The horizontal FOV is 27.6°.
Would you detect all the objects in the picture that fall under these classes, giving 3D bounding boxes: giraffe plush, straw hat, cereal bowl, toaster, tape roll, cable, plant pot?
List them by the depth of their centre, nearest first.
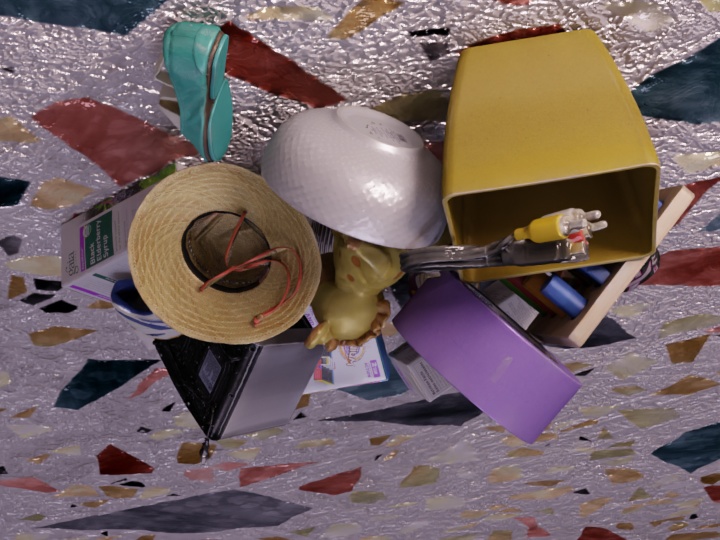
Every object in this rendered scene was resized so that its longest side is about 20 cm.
[{"bbox_3d":[0.138,-0.027,1.395,0.199,0.051,0.097,-4,175,26],"label":"cable"},{"bbox_3d":[0.177,-0.119,1.437,0.199,0.177,0.200,-9,155,6],"label":"plant pot"},{"bbox_3d":[0.005,-0.106,1.450,0.199,0.200,0.084,9,115,-29],"label":"cereal bowl"},{"bbox_3d":[-0.137,-0.023,1.524,0.200,0.202,0.085,-8,-165,6],"label":"straw hat"},{"bbox_3d":[0.134,0.087,1.554,0.085,0.200,0.200,-50,144,4],"label":"tape roll"},{"bbox_3d":[0.000,0.000,1.558,0.172,0.201,0.163,10,126,-29],"label":"giraffe plush"},{"bbox_3d":[-0.150,0.089,1.732,0.118,0.181,0.201,-5,135,-36],"label":"toaster"}]

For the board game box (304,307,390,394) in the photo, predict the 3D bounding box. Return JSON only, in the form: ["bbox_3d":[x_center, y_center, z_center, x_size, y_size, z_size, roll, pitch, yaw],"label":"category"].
[{"bbox_3d":[-0.075,0.083,1.867,0.199,0.040,0.154,-10,112,10],"label":"board game box"}]

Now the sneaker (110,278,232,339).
[{"bbox_3d":[-0.182,0.029,1.605,0.199,0.076,0.088,-14,152,23],"label":"sneaker"}]

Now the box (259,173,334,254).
[{"bbox_3d":[-0.073,-0.035,1.662,0.082,0.068,0.200,-42,151,0],"label":"box"}]

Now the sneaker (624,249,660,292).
[{"bbox_3d":[0.335,-0.024,1.814,0.086,0.081,0.200,-12,165,-15],"label":"sneaker"}]

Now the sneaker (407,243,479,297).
[{"bbox_3d":[0.104,0.026,1.829,0.074,0.091,0.200,-2,154,-7],"label":"sneaker"}]

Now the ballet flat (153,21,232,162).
[{"bbox_3d":[-0.161,-0.175,1.399,0.070,0.068,0.200,19,155,5],"label":"ballet flat"}]

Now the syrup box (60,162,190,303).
[{"bbox_3d":[-0.244,-0.038,1.635,0.199,0.079,0.081,-23,150,33],"label":"syrup box"}]

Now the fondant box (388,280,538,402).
[{"bbox_3d":[0.140,0.079,1.827,0.199,0.058,0.144,-32,-174,-6],"label":"fondant box"}]

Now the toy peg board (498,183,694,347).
[{"bbox_3d":[0.235,-0.028,1.583,0.098,0.200,0.199,38,176,-4],"label":"toy peg board"}]
